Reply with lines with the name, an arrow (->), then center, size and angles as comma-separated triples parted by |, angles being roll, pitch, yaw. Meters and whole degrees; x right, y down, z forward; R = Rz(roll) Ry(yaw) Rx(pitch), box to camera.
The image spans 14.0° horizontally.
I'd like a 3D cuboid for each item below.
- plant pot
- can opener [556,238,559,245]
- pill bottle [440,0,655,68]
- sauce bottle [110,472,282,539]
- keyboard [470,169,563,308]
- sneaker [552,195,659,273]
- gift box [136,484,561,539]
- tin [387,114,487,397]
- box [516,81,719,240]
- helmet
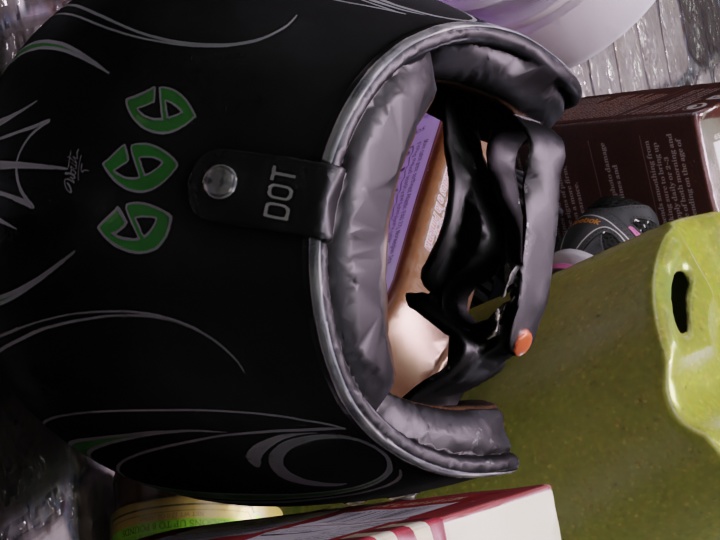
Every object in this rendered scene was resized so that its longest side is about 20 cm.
plant pot -> 0.099, 0.073, 1.171 | 0.200, 0.184, 0.201 | 26, 47, -31
can opener -> 0.091, 0.030, 1.398 | 0.063, 0.079, 0.200 | -23, 78, -41
pill bottle -> 0.038, -0.181, 1.216 | 0.200, 0.114, 0.114 | 47, 34, -28
sauce bottle -> -0.055, 0.163, 1.029 | 0.065, 0.065, 0.200 | 40, 43, -64
keyboard -> 0.037, -0.034, 1.326 | 0.200, 0.021, 0.127 | 40, 37, -21
sneaker -> 0.149, 0.047, 1.319 | 0.200, 0.080, 0.086 | 57, 48, -33
gift box -> -0.016, 0.171, 0.885 | 0.200, 0.184, 0.187 | -8, 89, -48
tin -> 0.000, 0.000, 1.177 | 0.042, 0.112, 0.200 | 48, 37, -26
box -> 0.124, -0.032, 1.438 | 0.075, 0.200, 0.100 | -23, 104, -41
helmet -> -0.037, -0.013, 0.968 | 0.200, 0.191, 0.200 | -8, 101, -50
